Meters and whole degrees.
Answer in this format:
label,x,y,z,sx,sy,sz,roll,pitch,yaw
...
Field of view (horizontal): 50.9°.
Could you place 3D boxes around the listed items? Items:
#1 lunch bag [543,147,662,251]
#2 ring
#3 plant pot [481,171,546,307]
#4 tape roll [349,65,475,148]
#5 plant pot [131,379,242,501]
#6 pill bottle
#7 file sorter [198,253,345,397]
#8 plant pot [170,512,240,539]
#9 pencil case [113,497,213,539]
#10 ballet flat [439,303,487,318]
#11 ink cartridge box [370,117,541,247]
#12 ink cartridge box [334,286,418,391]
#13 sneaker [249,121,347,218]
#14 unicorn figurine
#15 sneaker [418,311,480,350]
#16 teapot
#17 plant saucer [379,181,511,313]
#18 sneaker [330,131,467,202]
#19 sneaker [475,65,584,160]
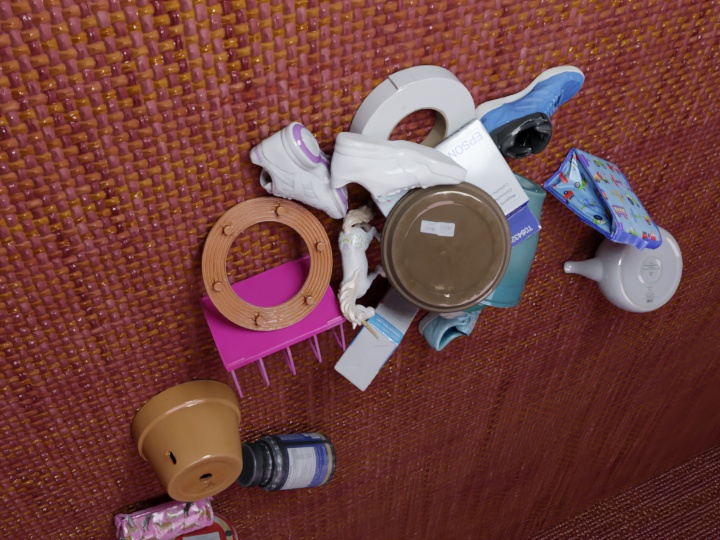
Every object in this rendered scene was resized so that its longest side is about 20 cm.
label,x,y,z,sx,sy,sz,roll,pitch,yaw
lunch bag,0.451,-0.111,1.357,0.149,0.201,0.094,9,127,-40
ring,-0.135,-0.008,1.123,0.198,0.019,0.204,-4,103,-18
plant pot,0.209,-0.071,1.254,0.198,0.200,0.190,4,116,-38
tape roll,0.077,-0.207,1.125,0.200,0.037,0.204,-19,140,-16
plant pot,-0.296,0.315,1.360,0.198,0.141,0.202,-19,140,-17
pill bottle,-0.157,0.397,1.571,0.198,0.112,0.112,7,129,-39
file sorter,-0.136,0.095,1.231,0.198,0.140,0.126,-22,145,-12
plant pot,-0.352,0.636,1.640,0.198,0.201,0.184,-8,127,-28
pencil case,-0.401,0.512,1.557,0.198,0.084,0.087,-12,167,-24
ballet flat,0.148,0.043,1.316,0.067,0.200,0.071,8,106,-36
ink cartridge box,0.147,-0.090,1.141,0.195,0.201,0.043,-35,-172,4
ink cartridge box,0.037,0.108,1.330,0.116,0.068,0.200,-55,178,27
sneaker,-0.084,-0.134,1.083,0.098,0.076,0.200,-20,146,16
unicorn figurine,0.000,0.000,1.196,0.073,0.203,0.137,-14,-174,30
sneaker,0.213,0.088,1.510,0.199,0.082,0.074,-40,143,11
teapot,0.570,-0.011,1.604,0.200,0.146,0.198,42,82,-19
plant saucer,0.127,-0.033,1.117,0.197,0.029,0.203,0,101,-1
sneaker,0.051,-0.135,1.073,0.197,0.075,0.090,9,112,-16
sneaker,0.280,-0.238,1.170,0.198,0.112,0.077,-24,142,-11
